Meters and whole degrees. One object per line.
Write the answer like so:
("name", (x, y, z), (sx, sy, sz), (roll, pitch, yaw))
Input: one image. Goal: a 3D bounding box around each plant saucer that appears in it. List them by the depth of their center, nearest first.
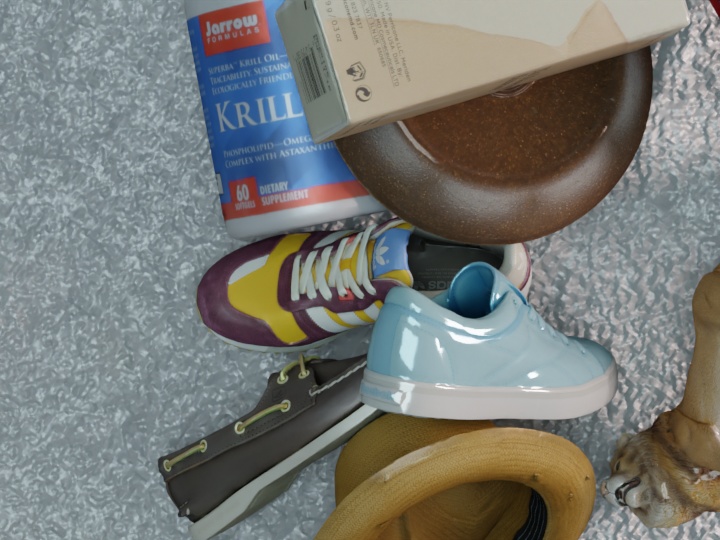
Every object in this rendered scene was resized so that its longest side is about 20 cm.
("plant saucer", (0.076, -0.116, 1.394), (0.199, 0.037, 0.202), (1, 84, -13))

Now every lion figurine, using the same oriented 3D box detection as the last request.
("lion figurine", (0.208, 0.062, 1.420), (0.072, 0.122, 0.201), (13, 101, -29))

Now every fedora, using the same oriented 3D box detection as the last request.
("fedora", (0.040, 0.135, 1.433), (0.200, 0.201, 0.082), (-28, 53, 5))

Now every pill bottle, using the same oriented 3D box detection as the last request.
("pill bottle", (-0.042, -0.125, 1.443), (0.112, 0.112, 0.201), (-11, 91, 5))

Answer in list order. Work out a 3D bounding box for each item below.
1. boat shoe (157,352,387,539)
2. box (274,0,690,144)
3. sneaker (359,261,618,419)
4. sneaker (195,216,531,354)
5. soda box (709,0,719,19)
("boat shoe", (-0.038, 0.086, 1.454), (0.200, 0.072, 0.060), (-38, 81, 26))
("box", (0.064, -0.136, 1.328), (0.199, 0.095, 0.078), (-17, 90, -13))
("sneaker", (0.083, 0.038, 1.392), (0.074, 0.199, 0.082), (17, 101, 38))
("sneaker", (0.000, 0.000, 1.446), (0.199, 0.090, 0.075), (-5, 70, 1))
("soda box", (0.241, -0.155, 1.389), (0.070, 0.064, 0.201), (-16, 56, -8))
